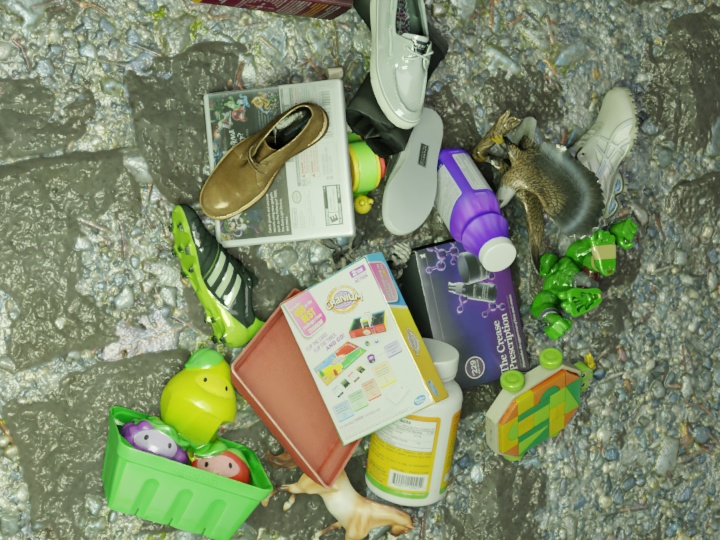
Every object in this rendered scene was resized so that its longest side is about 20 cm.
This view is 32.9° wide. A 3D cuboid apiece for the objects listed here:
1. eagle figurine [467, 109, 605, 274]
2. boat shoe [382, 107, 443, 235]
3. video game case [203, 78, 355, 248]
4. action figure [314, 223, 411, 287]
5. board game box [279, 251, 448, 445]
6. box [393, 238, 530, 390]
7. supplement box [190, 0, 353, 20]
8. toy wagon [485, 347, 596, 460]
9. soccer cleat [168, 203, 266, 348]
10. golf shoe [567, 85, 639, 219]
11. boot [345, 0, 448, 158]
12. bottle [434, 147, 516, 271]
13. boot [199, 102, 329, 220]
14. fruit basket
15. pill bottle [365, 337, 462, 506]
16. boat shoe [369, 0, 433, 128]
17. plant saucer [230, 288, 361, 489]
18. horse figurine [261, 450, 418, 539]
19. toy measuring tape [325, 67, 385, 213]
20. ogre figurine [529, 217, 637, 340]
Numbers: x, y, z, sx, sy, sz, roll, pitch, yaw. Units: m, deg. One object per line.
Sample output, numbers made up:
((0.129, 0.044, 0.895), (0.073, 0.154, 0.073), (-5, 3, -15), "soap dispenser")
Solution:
((0.235, -0.112, 1.683), (0.151, 0.152, 0.200), (-45, 89, 6), "eagle figurine")
((0.065, -0.127, 1.628), (0.069, 0.057, 0.200), (28, 59, -19), "boat shoe")
((-0.104, -0.136, 1.558), (0.181, 0.023, 0.200), (-5, 91, 9), "video game case")
((0.000, 0.000, 1.605), (0.119, 0.102, 0.200), (-37, 100, -27), "action figure")
((0.003, 0.099, 1.525), (0.040, 0.153, 0.200), (-14, 78, -57), "board game box")
((0.140, 0.057, 1.676), (0.141, 0.079, 0.200), (-14, 94, -20), "box")
((-0.112, -0.397, 1.576), (0.200, 0.086, 0.111), (3, 87, -23), "supplement box")
((0.259, 0.178, 1.698), (0.200, 0.040, 0.155), (-27, 135, -22), "toy wagon")
((-0.181, 0.001, 1.550), (0.081, 0.067, 0.200), (-29, 106, -27), "soccer cleat")
((0.344, -0.178, 1.774), (0.097, 0.078, 0.200), (12, 83, -16), "golf shoe")
((0.021, -0.270, 1.612), (0.165, 0.066, 0.200), (35, 61, -16), "boot")
((0.147, -0.079, 1.619), (0.065, 0.200, 0.084), (-6, 131, -19), "bottle")
((-0.129, -0.140, 1.513), (0.200, 0.075, 0.074), (-41, 87, 9), "boot")
((-0.205, 0.204, 1.496), (0.215, 0.156, 0.216), (-5, 106, -16), "fruit basket")
((0.073, 0.195, 1.590), (0.111, 0.111, 0.200), (0, 110, -23), "pill bottle")
((0.056, -0.284, 1.554), (0.070, 0.071, 0.201), (3, 74, -32), "boat shoe")
((-0.073, 0.152, 1.556), (0.200, 0.037, 0.200), (52, 35, -11), "plant saucer")
((-0.040, 0.299, 1.570), (0.132, 0.050, 0.200), (-40, 95, 24), "horse figurine")
((-0.009, -0.175, 1.622), (0.073, 0.074, 0.200), (-11, 93, -23), "toy measuring tape")
((0.303, 0.014, 1.723), (0.098, 0.120, 0.200), (21, 79, -17), "ogre figurine")
